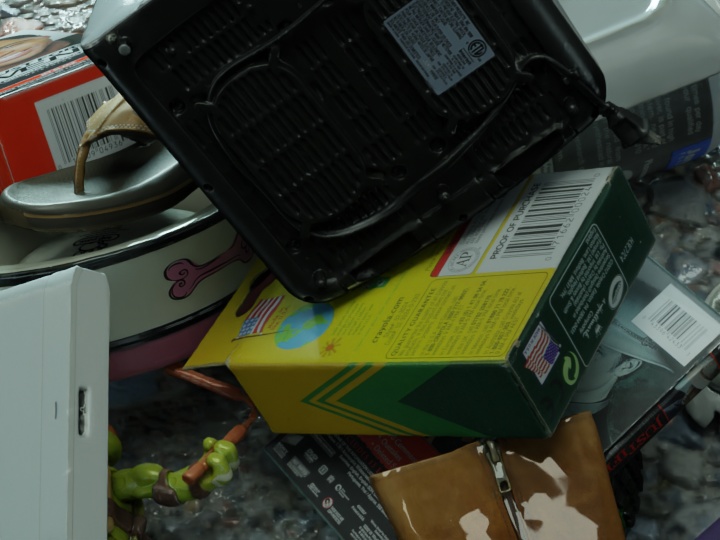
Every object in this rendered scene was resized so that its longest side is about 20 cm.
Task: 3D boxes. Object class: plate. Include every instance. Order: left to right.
[{"bbox_3d":[0.075,-0.149,1.041,0.198,0.032,0.201,-21,51,-12],"label":"plate"}]

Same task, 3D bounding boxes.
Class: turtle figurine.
[{"bbox_3d":[-0.145,0.132,0.952,0.198,0.065,0.162,-8,46,12],"label":"turtle figurine"}]

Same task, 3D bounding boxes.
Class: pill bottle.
[{"bbox_3d":[0.138,-0.104,1.091,0.198,0.114,0.114,-20,48,-9],"label":"pill bottle"}]

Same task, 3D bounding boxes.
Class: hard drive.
[{"bbox_3d":[-0.194,0.084,0.927,0.199,0.026,0.133,-15,69,39],"label":"hard drive"}]

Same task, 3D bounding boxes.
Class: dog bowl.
[{"bbox_3d":[-0.130,-0.006,1.024,0.198,0.074,0.200,-12,20,4],"label":"dog bowl"}]

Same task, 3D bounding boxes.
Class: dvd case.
[{"bbox_3d":[0.065,0.062,0.927,0.200,0.022,0.146,-44,48,-4],"label":"dvd case"}]

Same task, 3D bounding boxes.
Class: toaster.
[{"bbox_3d":[0.001,-0.101,0.884,0.180,0.200,0.119,-34,26,13],"label":"toaster"}]

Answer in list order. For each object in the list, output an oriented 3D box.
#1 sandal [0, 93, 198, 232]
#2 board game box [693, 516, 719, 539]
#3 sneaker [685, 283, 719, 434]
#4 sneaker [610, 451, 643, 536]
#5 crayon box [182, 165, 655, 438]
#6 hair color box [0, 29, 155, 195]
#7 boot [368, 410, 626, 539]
[{"bbox_3d":[-0.096,-0.070,0.983,0.199,0.055,0.082,-24,22,-24],"label":"sandal"},{"bbox_3d":[0.240,0.175,0.866,0.165,0.057,0.200,-34,52,-24],"label":"board game box"},{"bbox_3d":[0.260,0.042,0.967,0.198,0.081,0.076,0,46,6],"label":"sneaker"},{"bbox_3d":[0.096,0.064,0.983,0.084,0.078,0.201,-12,41,12],"label":"sneaker"},{"bbox_3d":[0.025,0.016,0.912,0.199,0.051,0.127,-2,42,41],"label":"crayon box"},{"bbox_3d":[-0.189,-0.090,1.093,0.101,0.062,0.199,-25,18,-25],"label":"hair color box"},{"bbox_3d":[0.049,0.176,0.819,0.187,0.069,0.202,-20,80,-8],"label":"boot"}]
